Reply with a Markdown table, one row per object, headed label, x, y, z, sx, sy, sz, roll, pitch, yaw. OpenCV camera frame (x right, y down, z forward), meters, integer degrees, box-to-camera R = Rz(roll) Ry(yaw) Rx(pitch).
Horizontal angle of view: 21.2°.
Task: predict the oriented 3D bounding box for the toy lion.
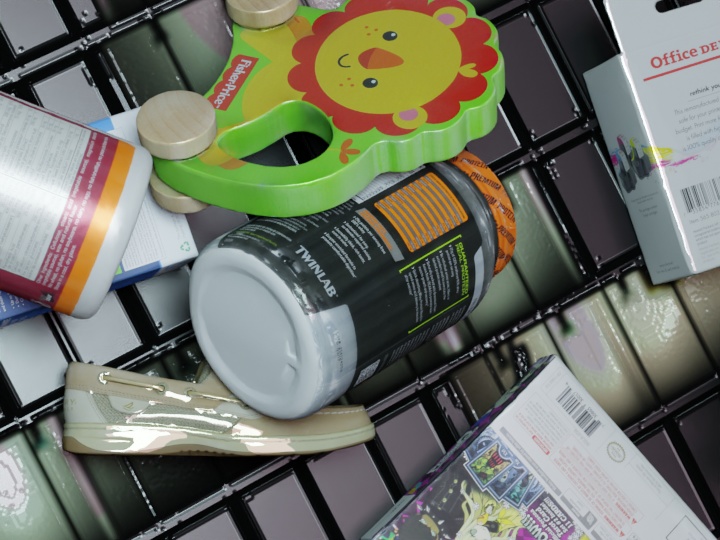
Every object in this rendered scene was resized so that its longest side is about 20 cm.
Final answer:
| label | x | y | z | sx | sy | sz | roll | pitch | yaw |
| --- | --- | --- | --- | --- | --- | --- | --- | --- | --- |
| toy lion | -0.013 | -0.107 | 1.189 | 0.191 | 0.069 | 0.200 | 15 | 51 | 18 |

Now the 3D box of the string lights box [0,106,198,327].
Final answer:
| label | x | y | z | sx | sy | sz | roll | pitch | yaw |
| --- | --- | --- | --- | --- | --- | --- | --- | --- | --- |
| string lights box | -0.214 | -0.023 | 1.199 | 0.200 | 0.059 | 0.103 | -19 | 88 | -18 |

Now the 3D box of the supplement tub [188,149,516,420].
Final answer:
| label | x | y | z | sx | sy | sz | roll | pitch | yaw |
| --- | --- | --- | --- | --- | --- | --- | --- | --- | --- |
| supplement tub | 0.000 | 0.000 | 1.208 | 0.200 | 0.122 | 0.123 | -29 | 92 | -39 |

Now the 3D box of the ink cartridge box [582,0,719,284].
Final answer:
| label | x | y | z | sx | sy | sz | roll | pitch | yaw |
| --- | --- | --- | --- | --- | --- | --- | --- | --- | --- |
| ink cartridge box | 0.233 | -0.104 | 1.338 | 0.115 | 0.068 | 0.200 | -18 | 89 | -18 |

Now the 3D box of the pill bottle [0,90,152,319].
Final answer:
| label | x | y | z | sx | sy | sz | roll | pitch | yaw |
| --- | --- | --- | --- | --- | --- | --- | --- | --- | --- |
| pill bottle | -0.230 | -0.054 | 1.111 | 0.200 | 0.110 | 0.110 | 21 | 78 | -11 |

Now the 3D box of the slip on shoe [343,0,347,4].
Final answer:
| label | x | y | z | sx | sy | sz | roll | pitch | yaw |
| --- | --- | --- | --- | --- | --- | --- | --- | --- | --- |
| slip on shoe | 0.027 | -0.178 | 1.290 | 0.074 | 0.061 | 0.200 | 20 | 89 | 14 |

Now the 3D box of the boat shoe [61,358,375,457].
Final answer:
| label | x | y | z | sx | sy | sz | roll | pitch | yaw |
| --- | --- | --- | --- | --- | --- | --- | --- | --- | --- |
| boat shoe | -0.088 | 0.085 | 1.220 | 0.199 | 0.072 | 0.065 | 1 | 84 | -11 |

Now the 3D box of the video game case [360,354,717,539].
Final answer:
| label | x | y | z | sx | sy | sz | roll | pitch | yaw |
| --- | --- | --- | --- | --- | --- | --- | --- | --- | --- |
| video game case | 0.130 | 0.189 | 1.288 | 0.181 | 0.036 | 0.200 | -44 | 96 | -17 |
